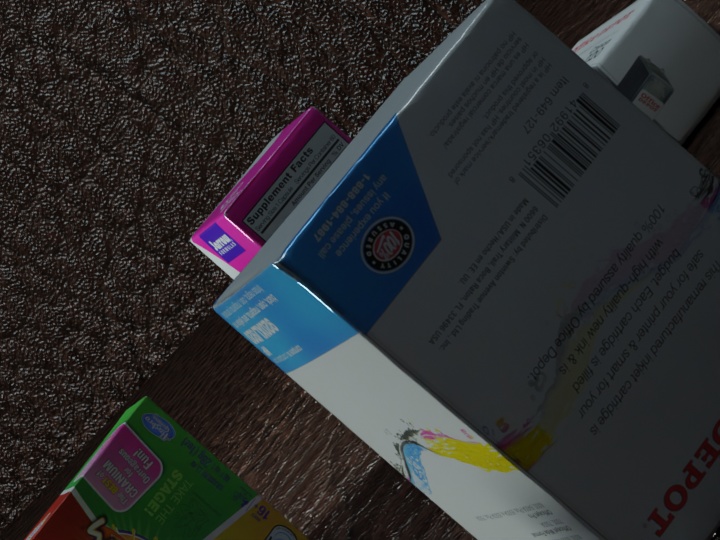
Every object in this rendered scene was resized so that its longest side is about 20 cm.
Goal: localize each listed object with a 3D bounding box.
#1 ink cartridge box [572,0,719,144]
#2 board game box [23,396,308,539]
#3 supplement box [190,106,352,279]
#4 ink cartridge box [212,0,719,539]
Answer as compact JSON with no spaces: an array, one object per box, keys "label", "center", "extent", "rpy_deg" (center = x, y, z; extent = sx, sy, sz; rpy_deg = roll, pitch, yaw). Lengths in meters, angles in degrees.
[{"label":"ink cartridge box","center":[0.149,-0.081,1.448],"extent":[0.200,0.085,0.146],"rpy_deg":[-49,7,-19]},{"label":"board game box","center":[-0.148,0.207,1.411],"extent":[0.200,0.153,0.040],"rpy_deg":[-53,9,-32]},{"label":"supplement box","center":[0.000,0.000,1.428],"extent":[0.103,0.200,0.101],"rpy_deg":[-50,7,-18]},{"label":"ink cartridge box","center":[0.069,0.018,0.884],"extent":[0.147,0.200,0.145],"rpy_deg":[-50,5,-16]}]
